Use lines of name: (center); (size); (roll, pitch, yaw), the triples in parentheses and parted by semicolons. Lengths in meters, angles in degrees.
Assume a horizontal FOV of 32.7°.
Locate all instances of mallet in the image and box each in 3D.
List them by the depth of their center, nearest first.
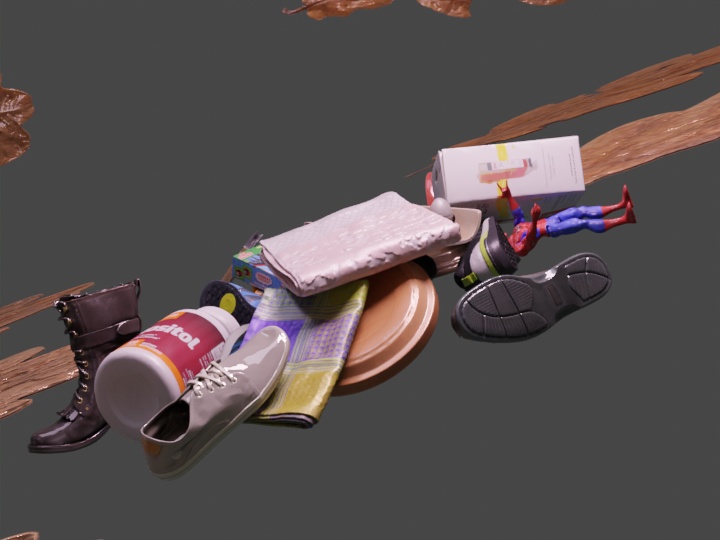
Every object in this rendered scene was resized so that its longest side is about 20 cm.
mallet: (0.000, 0.000, 1.617); (0.197, 0.042, 0.066); (5, -27, -17)

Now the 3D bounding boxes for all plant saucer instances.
plant saucer: (-0.011, 0.053, 1.361); (0.197, 0.033, 0.202); (-15, 41, 14)
plant saucer: (0.120, -0.026, 1.811); (0.197, 0.030, 0.200); (-20, 10, 3)

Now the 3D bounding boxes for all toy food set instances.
toy food set: (0.042, -0.062, 1.618); (0.198, 0.061, 0.143); (-8, 10, -36)

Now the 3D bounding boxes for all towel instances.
towel: (-0.076, 0.088, 1.312); (0.142, 0.023, 0.201); (-3, 45, 31)
towel: (-0.007, -0.033, 1.416); (0.197, 0.033, 0.191); (-21, 21, -14)

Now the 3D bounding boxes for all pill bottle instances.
pill bottle: (-0.219, 0.114, 1.459); (0.112, 0.115, 0.200); (-14, 11, 25)

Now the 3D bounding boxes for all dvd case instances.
dvd case: (-0.211, 0.037, 1.808); (0.201, 0.016, 0.149); (-56, 4, 10)

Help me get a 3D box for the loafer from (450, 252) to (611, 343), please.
loafer: (0.176, 0.038, 1.298); (0.198, 0.073, 0.063); (-17, -12, -26)

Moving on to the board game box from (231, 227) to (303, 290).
board game box: (-0.055, 0.005, 1.697); (0.198, 0.037, 0.150); (23, 31, 32)

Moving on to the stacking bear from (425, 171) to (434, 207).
stacking bear: (0.211, -0.121, 1.934); (0.197, 0.115, 0.121); (-11, 12, 16)

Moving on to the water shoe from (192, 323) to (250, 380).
water shoe: (-0.128, 0.124, 1.415); (0.078, 0.073, 0.200); (3, 23, 16)

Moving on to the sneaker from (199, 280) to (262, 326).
sneaker: (-0.125, 0.066, 1.572); (0.198, 0.067, 0.078); (19, 1, 39)

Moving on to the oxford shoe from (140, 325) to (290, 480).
oxford shoe: (-0.147, 0.125, 1.250); (0.200, 0.058, 0.075); (-45, 38, -22)

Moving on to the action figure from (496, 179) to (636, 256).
action figure: (0.257, -0.082, 1.640); (0.197, 0.100, 0.066); (-19, 30, 17)

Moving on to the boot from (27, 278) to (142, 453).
boot: (-0.338, 0.115, 1.500); (0.198, 0.177, 0.069); (-24, 11, -26)

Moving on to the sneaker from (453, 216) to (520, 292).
sneaker: (0.152, -0.016, 1.566); (0.082, 0.072, 0.200); (-33, 0, 11)

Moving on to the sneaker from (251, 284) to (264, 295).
sneaker: (-0.146, 0.069, 1.670); (0.077, 0.078, 0.200); (-15, 12, 13)

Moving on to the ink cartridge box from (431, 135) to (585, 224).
ink cartridge box: (0.207, -0.122, 1.751); (0.196, 0.085, 0.145); (-5, -12, -2)
